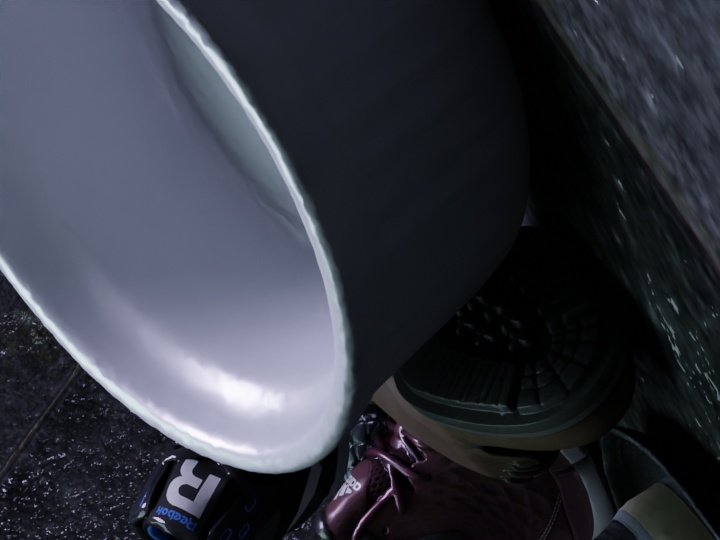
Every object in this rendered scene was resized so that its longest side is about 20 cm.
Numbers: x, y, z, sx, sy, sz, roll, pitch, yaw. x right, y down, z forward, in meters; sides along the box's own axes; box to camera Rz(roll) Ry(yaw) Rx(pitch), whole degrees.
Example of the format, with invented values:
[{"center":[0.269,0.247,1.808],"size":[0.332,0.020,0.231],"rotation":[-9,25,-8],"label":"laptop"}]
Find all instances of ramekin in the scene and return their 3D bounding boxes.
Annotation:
[{"center":[-0.043,-0.047,0.634],"size":[0.200,0.098,0.200],"rotation":[34,145,28],"label":"ramekin"}]

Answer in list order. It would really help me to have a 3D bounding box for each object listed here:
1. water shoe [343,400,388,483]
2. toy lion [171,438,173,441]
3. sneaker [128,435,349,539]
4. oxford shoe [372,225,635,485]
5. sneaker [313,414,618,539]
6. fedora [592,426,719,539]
[{"center":[0.080,0.117,0.947],"size":[0.200,0.079,0.072],"rotation":[42,124,24],"label":"water shoe"},{"center":[-0.091,-0.036,0.987],"size":[0.192,0.069,0.200],"rotation":[78,174,-59],"label":"toy lion"},{"center":[-0.046,0.056,0.856],"size":[0.073,0.112,0.200],"rotation":[19,134,20],"label":"sneaker"},{"center":[0.051,0.034,0.701],"size":[0.084,0.073,0.200],"rotation":[45,172,-15],"label":"oxford shoe"},{"center":[0.023,0.058,0.831],"size":[0.200,0.115,0.076],"rotation":[64,176,-24],"label":"sneaker"},{"center":[0.096,0.149,0.653],"size":[0.201,0.092,0.201],"rotation":[62,175,8],"label":"fedora"}]
